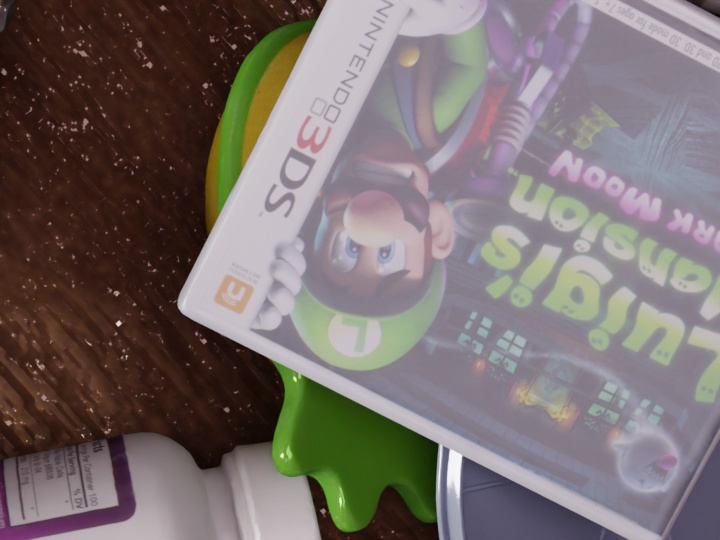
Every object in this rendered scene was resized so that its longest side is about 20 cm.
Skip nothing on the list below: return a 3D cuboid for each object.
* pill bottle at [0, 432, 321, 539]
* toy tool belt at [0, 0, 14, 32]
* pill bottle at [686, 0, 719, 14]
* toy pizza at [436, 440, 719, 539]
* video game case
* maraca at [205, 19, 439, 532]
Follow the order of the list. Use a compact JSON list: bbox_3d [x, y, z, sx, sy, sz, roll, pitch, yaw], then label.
[{"bbox_3d":[-0.114,0.125,0.911,0.199,0.112,0.113,-10,93,-7],"label":"pill bottle"},{"bbox_3d":[-0.207,-0.058,0.885,0.122,0.125,0.201,13,109,-2],"label":"toy tool belt"},{"bbox_3d":[0.063,-0.176,0.869,0.199,0.111,0.112,19,89,0],"label":"pill bottle"},{"bbox_3d":[0.100,0.071,0.943,0.199,0.032,0.202,-7,101,-40],"label":"toy pizza"},{"bbox_3d":[0.062,-0.022,0.845,0.199,0.023,0.183,27,98,-5],"label":"video game case"},{"bbox_3d":[0.000,0.000,0.917,0.137,0.107,0.201,-1,81,-42],"label":"maraca"}]
